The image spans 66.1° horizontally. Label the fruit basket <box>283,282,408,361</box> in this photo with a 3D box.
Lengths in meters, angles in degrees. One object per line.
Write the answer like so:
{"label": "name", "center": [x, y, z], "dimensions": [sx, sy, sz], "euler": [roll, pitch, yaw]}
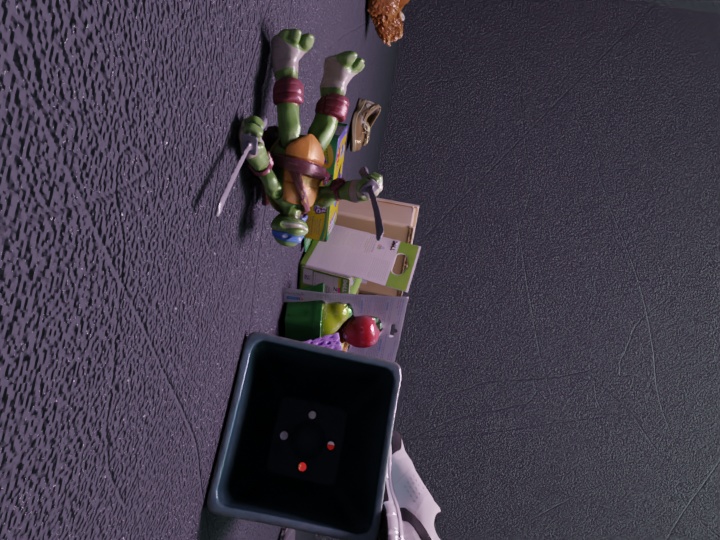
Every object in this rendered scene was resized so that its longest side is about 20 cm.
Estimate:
{"label": "fruit basket", "center": [-0.029, 0.092, 0.915], "dimensions": [0.188, 0.193, 0.096], "euler": [96, -9, -48]}

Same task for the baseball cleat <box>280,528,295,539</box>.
{"label": "baseball cleat", "center": [-0.151, 0.686, 1.256], "dimensions": [0.203, 0.103, 0.071], "euler": [-80, 173, -50]}

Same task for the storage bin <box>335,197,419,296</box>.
{"label": "storage bin", "center": [0.010, -0.045, 1.172], "dimensions": [0.095, 0.193, 0.204], "euler": [-72, 172, -58]}

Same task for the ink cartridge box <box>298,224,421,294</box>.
{"label": "ink cartridge box", "center": [0.000, 0.000, 1.012], "dimensions": [0.149, 0.194, 0.077], "euler": [-65, 167, -52]}

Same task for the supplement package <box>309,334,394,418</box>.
{"label": "supplement package", "center": [-0.038, 0.224, 1.114], "dimensions": [0.194, 0.193, 0.150], "euler": [97, 5, -52]}

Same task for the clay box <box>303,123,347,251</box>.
{"label": "clay box", "center": [-0.061, -0.142, 0.954], "dimensions": [0.116, 0.046, 0.206], "euler": [-75, 173, -64]}

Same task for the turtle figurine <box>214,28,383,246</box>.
{"label": "turtle figurine", "center": [-0.041, -0.124, 0.532], "dimensions": [0.200, 0.139, 0.201], "euler": [111, -15, -87]}

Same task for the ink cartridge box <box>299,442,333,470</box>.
{"label": "ink cartridge box", "center": [-0.073, 0.352, 1.195], "dimensions": [0.048, 0.155, 0.205], "euler": [98, 4, -63]}

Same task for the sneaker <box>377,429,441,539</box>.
{"label": "sneaker", "center": [0.052, 0.278, 0.672], "dimensions": [0.201, 0.077, 0.076], "euler": [-94, -162, -62]}

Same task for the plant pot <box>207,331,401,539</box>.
{"label": "plant pot", "center": [-0.067, 0.216, 0.717], "dimensions": [0.201, 0.189, 0.202], "euler": [107, -5, -71]}

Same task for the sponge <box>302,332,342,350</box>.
{"label": "sponge", "center": [-0.085, 0.168, 0.882], "dimensions": [0.202, 0.108, 0.030], "euler": [95, -22, -57]}

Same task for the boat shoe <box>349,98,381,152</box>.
{"label": "boat shoe", "center": [0.011, -0.377, 1.436], "dimensions": [0.204, 0.061, 0.075], "euler": [-78, 176, -47]}

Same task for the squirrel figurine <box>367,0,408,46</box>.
{"label": "squirrel figurine", "center": [0.072, -0.671, 1.364], "dimensions": [0.187, 0.138, 0.205], "euler": [-173, -73, -83]}
